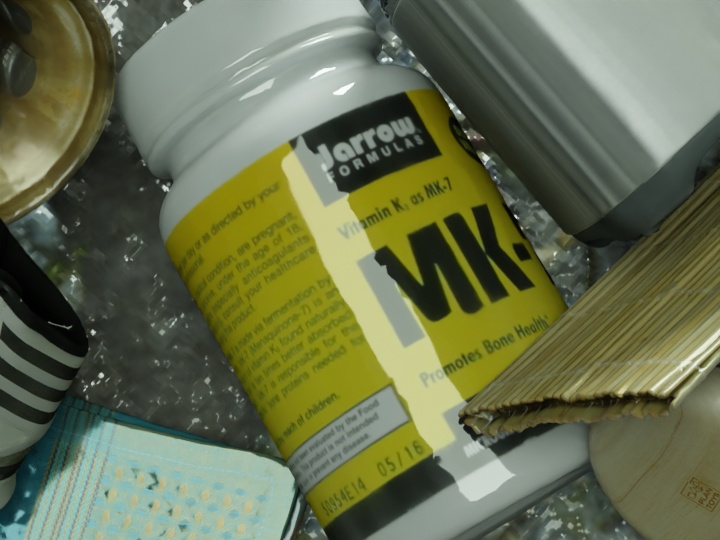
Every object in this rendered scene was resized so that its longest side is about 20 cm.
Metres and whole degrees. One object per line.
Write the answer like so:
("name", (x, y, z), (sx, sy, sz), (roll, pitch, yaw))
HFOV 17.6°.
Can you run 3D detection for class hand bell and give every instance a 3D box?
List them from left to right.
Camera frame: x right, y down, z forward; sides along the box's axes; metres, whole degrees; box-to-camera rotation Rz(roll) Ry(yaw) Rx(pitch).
("hand bell", (-0.180, -0.106, 0.836), (0.104, 0.104, 0.200), (-43, 48, -4))

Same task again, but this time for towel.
("towel", (-0.115, 0.146, 0.849), (0.146, 0.022, 0.200), (17, 83, 6))

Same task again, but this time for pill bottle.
("pill bottle", (0.000, 0.000, 0.818), (0.114, 0.114, 0.200), (-30, 81, -2))

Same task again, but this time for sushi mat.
("sushi mat", (0.123, -0.011, 0.759), (0.200, 0.096, 0.012), (-41, 108, -33))

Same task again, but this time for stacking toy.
("stacking toy", (0.154, 0.007, 0.794), (0.085, 0.085, 0.200), (31, 52, 8))

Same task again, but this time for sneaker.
("sneaker", (-0.181, 0.013, 0.764), (0.115, 0.200, 0.076), (-54, 40, 27))

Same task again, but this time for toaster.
("toaster", (0.079, -0.086, 0.778), (0.114, 0.200, 0.129), (-44, 90, 1))
